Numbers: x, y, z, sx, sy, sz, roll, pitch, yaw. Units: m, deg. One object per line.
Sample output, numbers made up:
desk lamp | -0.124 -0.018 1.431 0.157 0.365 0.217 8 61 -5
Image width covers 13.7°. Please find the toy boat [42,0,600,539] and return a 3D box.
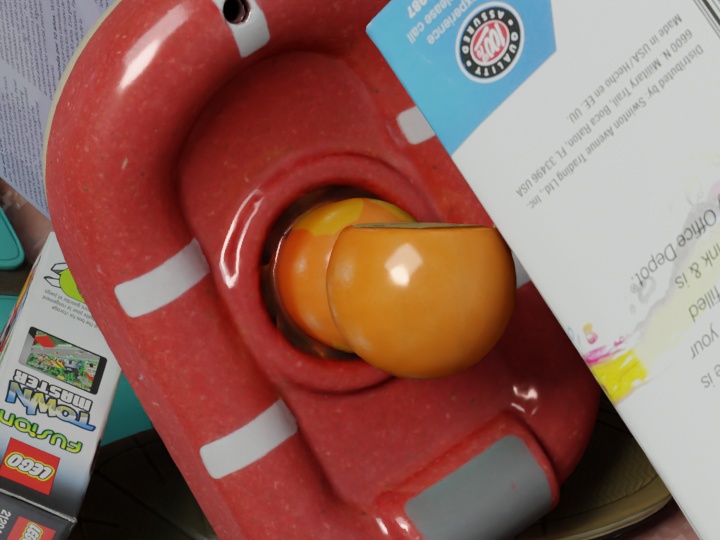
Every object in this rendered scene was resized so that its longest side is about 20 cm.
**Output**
toy boat | 0.000 0.000 0.842 0.130 0.200 0.131 -34 14 -19

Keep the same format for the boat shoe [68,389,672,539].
boat shoe | 0.003 0.074 0.954 0.199 0.065 0.073 -7 59 0

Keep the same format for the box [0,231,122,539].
box | -0.124 0.095 0.922 0.035 0.200 0.110 23 39 -9

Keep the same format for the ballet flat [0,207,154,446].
ballet flat | -0.135 0.024 1.054 0.065 0.070 0.200 -56 49 23

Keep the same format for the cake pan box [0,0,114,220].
cake pan box | -0.076 -0.083 0.993 0.052 0.200 0.184 -31 49 -29

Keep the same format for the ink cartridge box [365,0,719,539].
ink cartridge box | 0.136 -0.034 0.799 0.147 0.146 0.200 -43 71 33
